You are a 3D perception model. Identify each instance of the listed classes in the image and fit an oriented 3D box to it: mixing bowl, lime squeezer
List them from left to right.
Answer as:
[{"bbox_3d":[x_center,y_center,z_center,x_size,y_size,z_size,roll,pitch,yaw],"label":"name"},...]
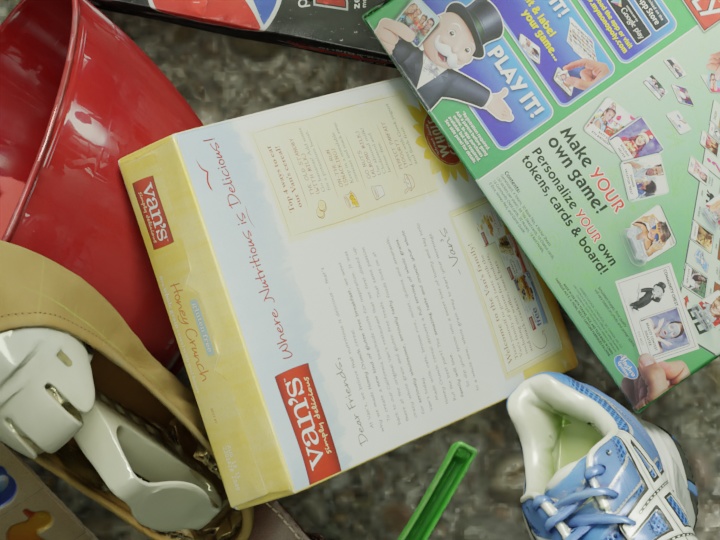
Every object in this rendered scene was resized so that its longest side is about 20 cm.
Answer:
[{"bbox_3d":[-0.121,-0.009,1.001,0.108,0.200,0.201,25,90,-21],"label":"mixing bowl"},{"bbox_3d":[-0.003,0.163,0.928,0.038,0.071,0.201,30,76,-22],"label":"lime squeezer"}]

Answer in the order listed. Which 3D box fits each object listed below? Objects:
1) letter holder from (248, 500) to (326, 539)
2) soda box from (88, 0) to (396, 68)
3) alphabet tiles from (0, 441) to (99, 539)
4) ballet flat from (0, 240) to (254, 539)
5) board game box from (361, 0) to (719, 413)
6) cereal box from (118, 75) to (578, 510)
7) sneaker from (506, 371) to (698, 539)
[{"bbox_3d":[-0.072,0.199,1.021,0.200,0.101,0.142,-43,84,1],"label":"letter holder"},{"bbox_3d":[-0.059,-0.136,1.045,0.198,0.071,0.064,11,91,3],"label":"soda box"},{"bbox_3d":[-0.183,0.152,1.003,0.167,0.008,0.200,-33,130,4],"label":"alphabet tiles"},{"bbox_3d":[-0.102,0.051,0.899,0.069,0.200,0.063,-40,45,13],"label":"ballet flat"},{"bbox_3d":[0.112,-0.061,0.989,0.134,0.029,0.201,-34,95,9],"label":"board game box"},{"bbox_3d":[0.000,0.000,0.980,0.039,0.199,0.145,-19,89,41],"label":"cereal box"},{"bbox_3d":[0.100,0.118,0.951,0.076,0.201,0.077,-41,122,15],"label":"sneaker"}]
